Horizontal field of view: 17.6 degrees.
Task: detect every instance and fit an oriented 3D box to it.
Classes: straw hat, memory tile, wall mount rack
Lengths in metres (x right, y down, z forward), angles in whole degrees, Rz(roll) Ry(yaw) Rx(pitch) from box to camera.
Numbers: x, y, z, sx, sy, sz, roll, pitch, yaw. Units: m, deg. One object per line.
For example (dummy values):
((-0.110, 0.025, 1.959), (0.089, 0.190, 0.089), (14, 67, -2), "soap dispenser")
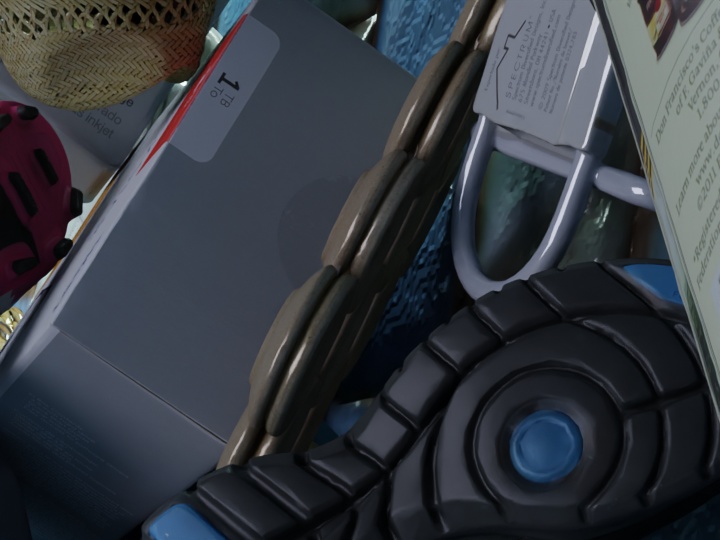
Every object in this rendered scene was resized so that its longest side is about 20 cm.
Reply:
((-0.094, -0.104, 0.832), (0.201, 0.199, 0.086), (-150, 50, -66), "straw hat")
((0.000, 0.000, 0.728), (0.201, 0.017, 0.154), (-60, -6, -38), "memory tile")
((0.078, -0.085, 0.680), (0.174, 0.074, 0.202), (29, 102, 63), "wall mount rack")

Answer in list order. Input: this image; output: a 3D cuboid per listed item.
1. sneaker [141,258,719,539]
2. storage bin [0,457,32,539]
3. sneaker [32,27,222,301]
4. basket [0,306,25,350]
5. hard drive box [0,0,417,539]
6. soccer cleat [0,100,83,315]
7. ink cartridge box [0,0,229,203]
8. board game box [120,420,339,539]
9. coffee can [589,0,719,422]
((0.033, 0.061, 0.638), (0.199, 0.082, 0.074), (-25, 60, 14), "sneaker")
((-0.211, 0.104, 0.853), (0.200, 0.134, 0.146), (35, 142, 41), "storage bin")
((-0.093, -0.027, 1.018), (0.201, 0.073, 0.116), (-96, 28, -42), "sneaker")
((-0.190, 0.101, 1.067), (0.144, 0.148, 0.200), (-70, 25, 12), "basket")
((-0.069, 0.008, 0.854), (0.156, 0.077, 0.200), (-60, 10, -28), "hard drive box")
((-0.165, 0.006, 0.824), (0.086, 0.070, 0.201), (-16, 29, 24), "soccer cleat")
((-0.112, -0.154, 0.959), (0.201, 0.144, 0.084), (-58, 9, -17), "ink cartridge box")
((-0.093, 0.141, 0.865), (0.151, 0.047, 0.200), (-52, 8, -35), "board game box")
((0.126, -0.024, 0.438), (0.147, 0.145, 0.201), (-55, 31, 37), "coffee can")
